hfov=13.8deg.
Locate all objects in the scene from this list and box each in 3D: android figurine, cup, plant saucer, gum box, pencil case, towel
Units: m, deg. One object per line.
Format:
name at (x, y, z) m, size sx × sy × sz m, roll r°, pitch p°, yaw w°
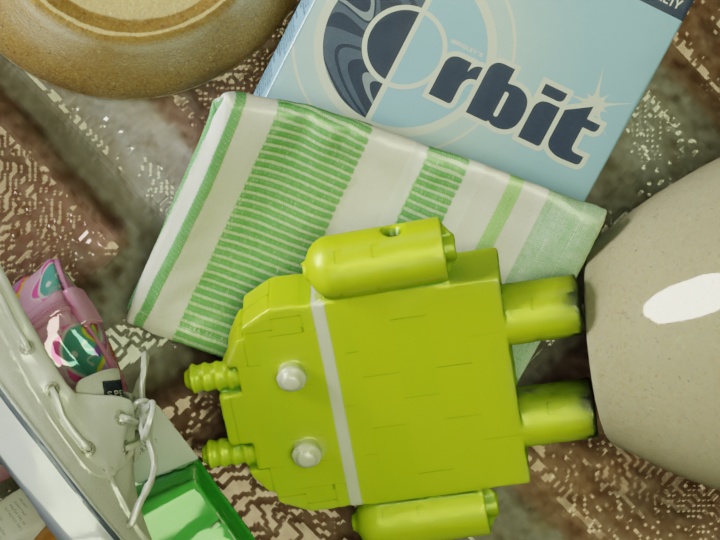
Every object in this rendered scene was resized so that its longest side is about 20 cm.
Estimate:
android figurine at (0.015, 0.057, 1.468) m, size 0.199 × 0.041 × 0.183 m, roll -7°, pitch 121°, yaw 3°
cup at (0.188, 0.028, 1.472) m, size 0.142 × 0.200 × 0.202 m, roll -6°, pitch 96°, yaw 13°
plant saucer at (-0.113, -0.184, 1.463) m, size 0.199 × 0.035 × 0.202 m, roll -1°, pitch 94°, yaw -11°
gum box at (0.050, -0.102, 1.469) m, size 0.169 × 0.045 × 0.201 m, roll 24°, pitch 107°, yaw -11°
pencil case at (-0.212, 0.073, 1.438) m, size 0.199 × 0.087 × 0.088 m, roll -27°, pitch 99°, yaw -8°
towel at (0.000, 0.000, 1.468) m, size 0.199 × 0.023 × 0.153 m, roll 20°, pitch 120°, yaw -10°

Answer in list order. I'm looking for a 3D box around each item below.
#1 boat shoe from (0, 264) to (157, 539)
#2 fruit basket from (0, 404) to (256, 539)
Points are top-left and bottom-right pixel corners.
boat shoe at (-0.127, 0.070, 1.384) m, size 0.086 × 0.075 × 0.202 m, roll -37°, pitch 90°, yaw -10°
fruit basket at (-0.130, 0.190, 1.475) m, size 0.199 × 0.094 × 0.186 m, roll -34°, pitch 99°, yaw 10°
